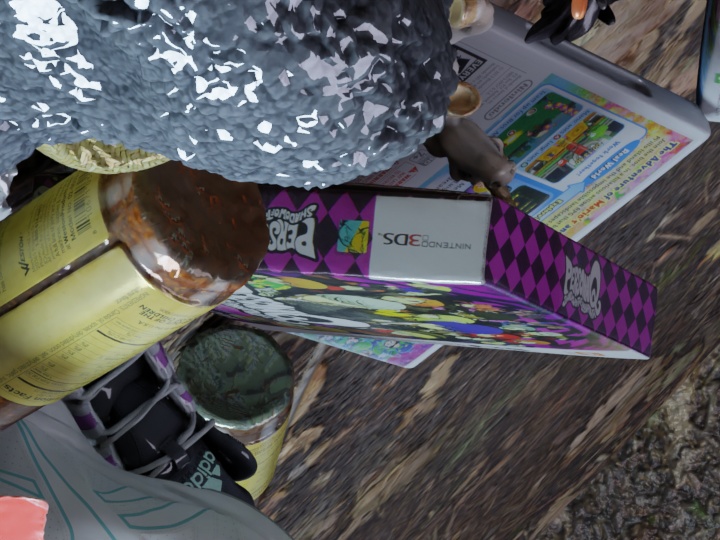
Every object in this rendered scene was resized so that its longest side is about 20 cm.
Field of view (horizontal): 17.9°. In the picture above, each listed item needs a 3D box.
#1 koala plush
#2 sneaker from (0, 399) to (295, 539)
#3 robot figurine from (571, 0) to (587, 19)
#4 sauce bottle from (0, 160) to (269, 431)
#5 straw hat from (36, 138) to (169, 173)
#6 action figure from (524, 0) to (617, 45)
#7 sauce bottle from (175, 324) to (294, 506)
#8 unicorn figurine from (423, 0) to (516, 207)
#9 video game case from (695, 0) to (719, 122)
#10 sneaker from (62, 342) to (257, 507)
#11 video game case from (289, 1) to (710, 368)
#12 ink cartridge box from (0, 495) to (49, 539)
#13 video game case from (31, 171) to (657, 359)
[{"bbox_3d":[-0.093,-0.073,0.542,0.200,0.184,0.177,-26,156,14],"label":"koala plush"},{"bbox_3d":[-0.102,0.113,0.899,0.070,0.200,0.080,-51,-169,45],"label":"sneaker"},{"bbox_3d":[0.063,-0.176,0.644,0.116,0.200,0.144,-12,-152,13],"label":"robot figurine"},{"bbox_3d":[-0.118,0.015,0.795,0.200,0.066,0.066,-27,179,37],"label":"sauce bottle"},{"bbox_3d":[-0.077,-0.077,0.695,0.201,0.085,0.201,-42,165,-14],"label":"straw hat"},{"bbox_3d":[0.096,-0.160,0.929,0.119,0.102,0.200,-52,180,21],"label":"action figure"},{"bbox_3d":[-0.076,0.096,1.227,0.065,0.065,0.200,-39,166,-24],"label":"sauce bottle"},{"bbox_3d":[-0.001,-0.061,0.838,0.137,0.200,0.074,164,-65,-75],"label":"unicorn figurine"},{"bbox_3d":[0.173,-0.188,0.999,0.182,0.022,0.200,78,20,-73],"label":"video game case"},{"bbox_3d":[-0.085,0.065,0.953,0.078,0.140,0.200,-42,166,-14],"label":"sneaker"},{"bbox_3d":[0.030,-0.033,1.020,0.200,0.024,0.182,-40,144,27],"label":"video game case"},{"bbox_3d":[-0.208,0.144,0.751,0.200,0.050,0.162,1,134,-15],"label":"ink cartridge box"},{"bbox_3d":[0.000,0.000,0.877,0.200,0.181,0.036,23,72,-65],"label":"video game case"}]
